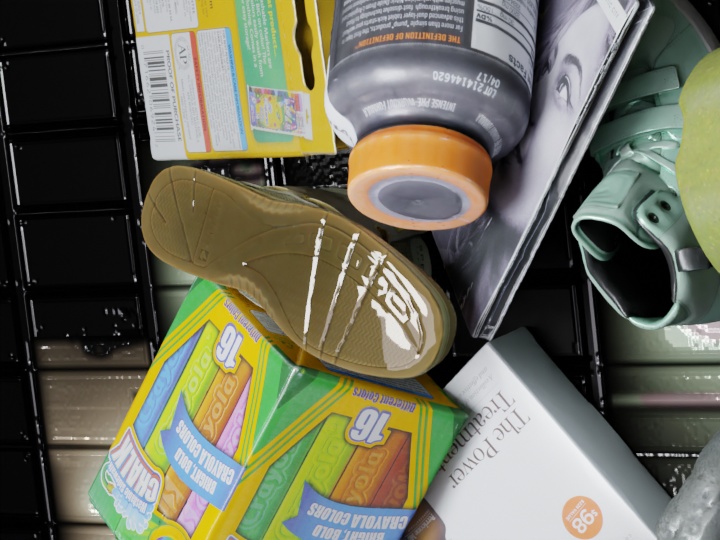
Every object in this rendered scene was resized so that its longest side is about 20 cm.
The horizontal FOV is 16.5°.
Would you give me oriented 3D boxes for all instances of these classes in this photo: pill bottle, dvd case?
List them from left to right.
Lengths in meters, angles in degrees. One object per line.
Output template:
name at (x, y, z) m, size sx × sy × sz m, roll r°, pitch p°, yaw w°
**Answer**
pill bottle at (0.037, -0.123, 1.273) m, size 0.106 × 0.106 × 0.200 m, roll -11°, pitch 60°, yaw 33°
dvd case at (0.087, -0.084, 1.294) m, size 0.016 × 0.149 × 0.200 m, roll 16°, pitch 117°, yaw -19°

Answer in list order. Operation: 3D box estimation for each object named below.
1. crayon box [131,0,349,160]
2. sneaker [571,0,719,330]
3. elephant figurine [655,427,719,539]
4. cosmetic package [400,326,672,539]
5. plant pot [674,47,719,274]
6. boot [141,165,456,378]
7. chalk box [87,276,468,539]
crayon box at (-0.055, -0.126, 1.369) m, size 0.200 × 0.052 × 0.126 m, roll 3°, pitch 103°, yaw 57°
sneaker at (0.141, -0.066, 1.265) m, size 0.074 × 0.118 × 0.200 m, roll -25°, pitch 85°, yaw 34°
elephant figurine at (0.237, 0.145, 1.255) m, size 0.155 × 0.200 × 0.142 m, roll -47°, pitch 56°, yaw 4°
cosmetic package at (0.069, 0.154, 1.393) m, size 0.151 × 0.052 × 0.200 m, roll 48°, pitch 120°, yaw 13°
plant pot at (0.256, -0.063, 1.167) m, size 0.184 × 0.200 × 0.200 m, roll -12°, pitch 93°, yaw 44°
boot at (0.000, 0.000, 1.340) m, size 0.200 × 0.155 × 0.072 m, roll 26°, pitch 102°, yaw 33°
chalk box at (-0.058, 0.122, 1.372) m, size 0.124 × 0.125 × 0.200 m, roll 44°, pitch 113°, yaw 50°
